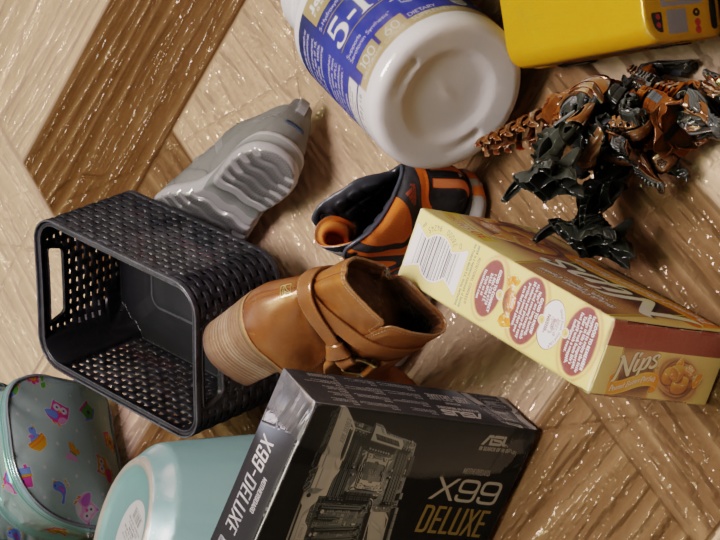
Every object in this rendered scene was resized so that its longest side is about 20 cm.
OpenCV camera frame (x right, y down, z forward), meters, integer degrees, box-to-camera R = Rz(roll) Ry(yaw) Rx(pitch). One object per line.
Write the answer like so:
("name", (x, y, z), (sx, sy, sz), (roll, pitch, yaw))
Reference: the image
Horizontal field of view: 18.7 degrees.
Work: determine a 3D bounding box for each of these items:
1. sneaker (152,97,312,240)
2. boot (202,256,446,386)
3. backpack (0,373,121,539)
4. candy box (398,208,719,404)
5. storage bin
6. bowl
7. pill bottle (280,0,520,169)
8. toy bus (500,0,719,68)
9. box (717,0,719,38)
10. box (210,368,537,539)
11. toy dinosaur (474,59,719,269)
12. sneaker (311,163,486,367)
("sneaker", (-0.096, -0.077, 1.775), (0.200, 0.075, 0.082), (-24, 30, 50))
("boot", (0.009, 0.058, 1.519), (0.155, 0.200, 0.074), (-26, 52, 42))
("backpack", (-0.302, 0.174, 1.852), (0.153, 0.200, 0.176), (-34, 59, 40))
("candy box", (0.132, 0.022, 1.445), (0.200, 0.115, 0.055), (33, 109, 46))
("storage bin", (-0.163, 0.032, 1.752), (0.200, 0.094, 0.135), (24, 124, 40))
("bowl", (-0.139, 0.211, 1.690), (0.201, 0.105, 0.201), (-46, 34, 44))
("pill bottle", (0.020, -0.169, 1.594), (0.200, 0.120, 0.120), (48, 120, 50))
("toy bus", (0.157, -0.172, 1.443), (0.200, 0.078, 0.065), (-2, 97, 61))
("box", (0.292, -0.177, 1.346), (0.159, 0.046, 0.200), (-38, 57, 40))
("box", (0.008, 0.155, 1.503), (0.050, 0.200, 0.158), (43, 115, 48))
("toy dinosaur", (0.164, -0.083, 1.459), (0.200, 0.102, 0.136), (-24, 35, 58))
("sneaker", (0.000, 0.000, 1.601), (0.078, 0.112, 0.200), (48, 119, 42))
